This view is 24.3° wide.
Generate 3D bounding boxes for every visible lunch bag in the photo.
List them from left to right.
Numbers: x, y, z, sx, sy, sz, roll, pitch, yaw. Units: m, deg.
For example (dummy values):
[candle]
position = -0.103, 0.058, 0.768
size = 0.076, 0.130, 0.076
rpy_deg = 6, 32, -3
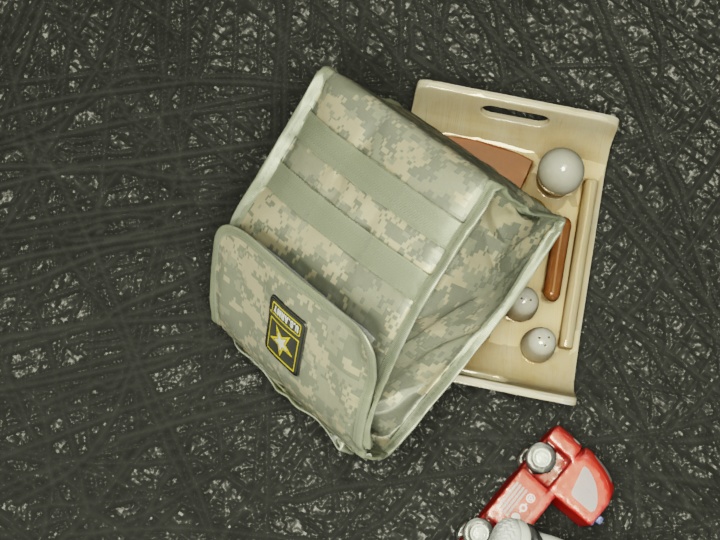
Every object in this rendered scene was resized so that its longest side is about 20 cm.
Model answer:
[lunch bag]
position = 0.000, 0.000, 1.067
size = 0.164, 0.117, 0.201
rpy_deg = 39, 101, 33

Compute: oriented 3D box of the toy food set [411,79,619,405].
[toy food set]
position = 0.091, -0.019, 1.136
size = 0.143, 0.060, 0.201
rpy_deg = 10, 80, -1

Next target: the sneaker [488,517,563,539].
[sneaker]
position = 0.121, 0.260, 1.033
size = 0.114, 0.075, 0.201
rpy_deg = 10, 77, 0

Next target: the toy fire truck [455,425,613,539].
[toy fire truck]
position = 0.116, 0.219, 1.103
size = 0.141, 0.049, 0.200
rpy_deg = 41, 80, 4
